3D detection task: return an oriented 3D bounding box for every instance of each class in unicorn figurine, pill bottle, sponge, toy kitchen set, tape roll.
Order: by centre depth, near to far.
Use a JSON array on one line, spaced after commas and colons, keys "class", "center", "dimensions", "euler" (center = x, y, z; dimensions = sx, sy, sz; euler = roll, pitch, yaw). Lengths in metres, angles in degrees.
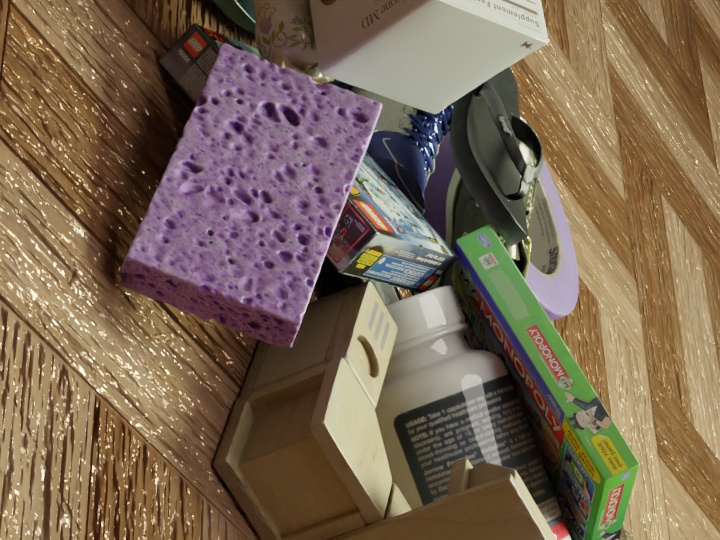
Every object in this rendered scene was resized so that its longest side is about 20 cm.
[{"class": "sponge", "center": [-0.065, -0.048, 1.506], "dimensions": [0.112, 0.030, 0.200], "euler": [22, 47, -2]}, {"class": "toy kitchen set", "center": [0.041, 0.127, 1.549], "dimensions": [0.200, 0.163, 0.180], "euler": [60, 22, -22]}, {"class": "unicorn figurine", "center": [-0.054, -0.191, 1.646], "dimensions": [0.137, 0.074, 0.200], "euler": [16, 39, -46]}, {"class": "pill bottle", "center": [0.055, 0.118, 1.654], "dimensions": [0.120, 0.120, 0.200], "euler": [-11, 80, -69]}, {"class": "tape roll", "center": [0.093, -0.043, 1.956], "dimensions": [0.200, 0.085, 0.200], "euler": [49, 28, -38]}]

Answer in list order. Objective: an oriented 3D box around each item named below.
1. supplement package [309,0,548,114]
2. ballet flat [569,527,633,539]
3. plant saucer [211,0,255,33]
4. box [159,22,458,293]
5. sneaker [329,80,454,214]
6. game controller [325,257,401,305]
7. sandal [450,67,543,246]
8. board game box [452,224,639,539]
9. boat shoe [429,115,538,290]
[{"class": "supplement package", "center": [0.036, -0.225, 1.630], "dimensions": [0.110, 0.114, 0.200], "euler": [16, 54, -40]}, {"class": "ballet flat", "center": [0.115, 0.167, 1.724], "dimensions": [0.200, 0.067, 0.046], "euler": [38, -8, 24]}, {"class": "plant saucer", "center": [-0.098, -0.255, 1.779], "dimensions": [0.200, 0.027, 0.200], "euler": [51, 27, -39]}, {"class": "box", "center": [-0.033, -0.073, 1.634], "dimensions": [0.200, 0.040, 0.137], "euler": [49, 14, 22]}, {"class": "sneaker", "center": [0.039, -0.118, 1.796], "dimensions": [0.199, 0.115, 0.081], "euler": [-103, 167, -60]}, {"class": "game controller", "center": [0.000, 0.000, 1.764], "dimensions": [0.104, 0.042, 0.200], "euler": [-26, 94, -84]}, {"class": "sandal", "center": [0.098, -0.101, 1.721], "dimensions": [0.076, 0.043, 0.200], "euler": [47, 27, -36]}, {"class": "board game box", "center": [0.121, 0.083, 1.670], "dimensions": [0.200, 0.029, 0.135], "euler": [60, -14, 25]}, {"class": "boat shoe", "center": [0.096, -0.015, 1.810], "dimensions": [0.072, 0.060, 0.202], "euler": [9, 103, -38]}]
